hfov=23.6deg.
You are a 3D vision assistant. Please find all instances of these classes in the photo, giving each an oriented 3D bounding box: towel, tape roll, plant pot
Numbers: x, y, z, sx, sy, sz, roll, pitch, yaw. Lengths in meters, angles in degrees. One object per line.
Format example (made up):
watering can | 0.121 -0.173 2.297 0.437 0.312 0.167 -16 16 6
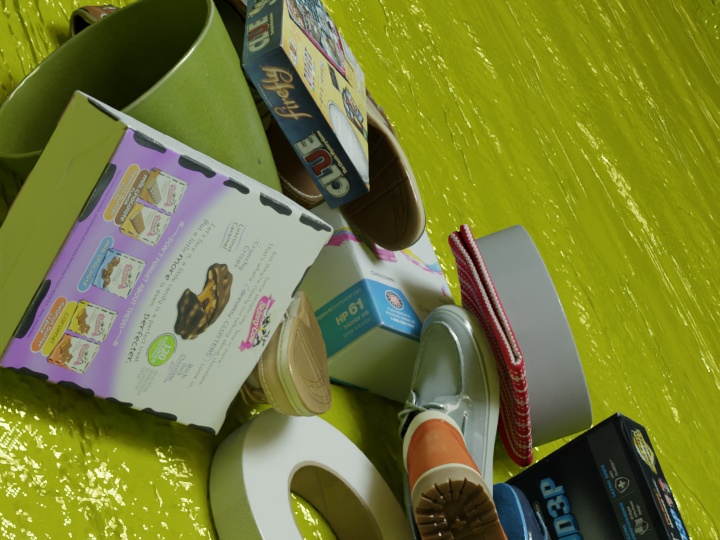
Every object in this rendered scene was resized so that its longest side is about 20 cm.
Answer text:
towel | 0.112 0.069 1.461 0.200 0.022 0.145 76 -6 -59
tape roll | -0.027 0.194 1.249 0.203 0.037 0.203 42 27 -27
tape roll | 0.149 0.062 1.594 0.200 0.066 0.201 161 -90 -87
plant pot | -0.136 -0.069 1.256 0.200 0.186 0.187 56 20 -30

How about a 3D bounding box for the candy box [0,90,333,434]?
candy box | -0.138 0.001 1.132 0.200 0.168 0.071 26 6 -47

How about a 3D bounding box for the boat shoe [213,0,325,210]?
boat shoe | -0.084 -0.140 1.366 0.200 0.076 0.074 55 -17 7

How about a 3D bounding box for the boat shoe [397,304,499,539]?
boat shoe | 0.066 0.130 1.385 0.071 0.070 0.202 -6 95 -52

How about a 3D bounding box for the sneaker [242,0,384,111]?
sneaker | -0.051 -0.205 1.670 0.200 0.082 0.077 49 25 -13

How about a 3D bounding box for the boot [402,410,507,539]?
boot | 0.079 0.201 1.329 0.107 0.075 0.201 -109 -176 -55

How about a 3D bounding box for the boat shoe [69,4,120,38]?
boat shoe | -0.175 -0.129 1.377 0.068 0.072 0.200 5 43 -54

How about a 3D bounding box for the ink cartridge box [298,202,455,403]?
ink cartridge box | 0.000 0.000 1.493 0.144 0.085 0.201 22 39 -50

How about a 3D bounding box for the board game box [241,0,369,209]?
board game box | -0.040 -0.153 1.323 0.136 0.034 0.200 58 15 -27

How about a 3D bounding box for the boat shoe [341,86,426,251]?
boat shoe | 0.009 -0.101 1.461 0.072 0.072 0.200 9 43 -53

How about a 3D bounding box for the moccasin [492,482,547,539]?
moccasin | 0.133 0.274 1.400 0.068 0.080 0.201 19 55 -41

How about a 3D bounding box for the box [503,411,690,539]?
box | 0.196 0.243 1.440 0.046 0.159 0.201 28 35 -45

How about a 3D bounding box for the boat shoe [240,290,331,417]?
boat shoe | -0.064 0.070 1.266 0.200 0.069 0.074 -89 158 -80
